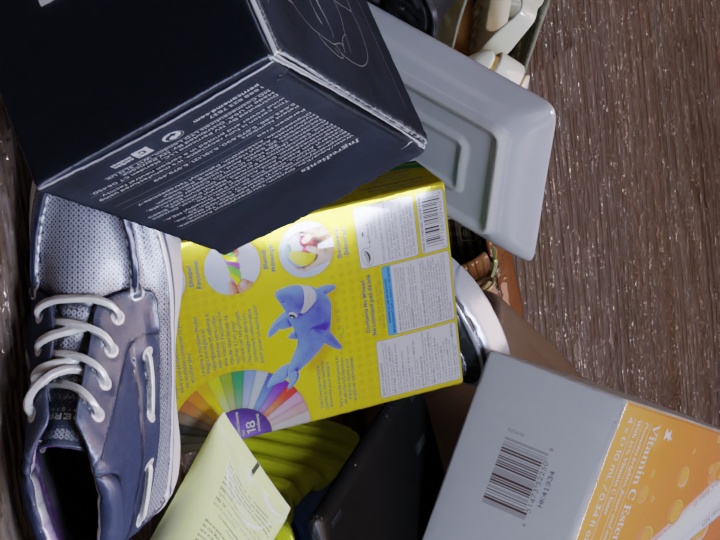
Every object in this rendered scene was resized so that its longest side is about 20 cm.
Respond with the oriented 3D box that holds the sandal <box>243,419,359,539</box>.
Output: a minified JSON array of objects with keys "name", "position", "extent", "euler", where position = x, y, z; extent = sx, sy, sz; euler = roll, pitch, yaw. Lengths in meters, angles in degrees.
[{"name":"sandal","position":[-0.057,0.143,1.273],"extent":[0.200,0.079,0.087],"euler":[-50,152,-59]}]

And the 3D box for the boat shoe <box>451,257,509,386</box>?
[{"name":"boat shoe","position":[0.001,-0.001,1.322],"extent":[0.199,0.074,0.068],"euler":[51,58,-8]}]

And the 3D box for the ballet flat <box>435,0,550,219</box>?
[{"name":"ballet flat","position":[0.069,-0.119,1.300],"extent":[0.067,0.064,0.200],"euler":[34,49,-25]}]

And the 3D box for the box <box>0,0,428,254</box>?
[{"name":"box","position":[-0.085,-0.131,1.019],"extent":[0.200,0.124,0.197],"euler":[67,16,15]}]

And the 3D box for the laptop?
[{"name":"laptop","position":[-0.022,0.188,1.318],"extent":[0.187,0.116,0.200],"euler":[-54,133,-61]}]

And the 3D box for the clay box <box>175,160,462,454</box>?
[{"name":"clay box","position":[-0.051,0.022,1.172],"extent":[0.048,0.200,0.115],"euler":[-135,-144,-63]}]

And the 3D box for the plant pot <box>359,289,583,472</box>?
[{"name":"plant pot","position":[0.085,0.112,1.530],"extent":[0.175,0.200,0.200],"euler":[59,31,-24]}]

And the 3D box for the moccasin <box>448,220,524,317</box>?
[{"name":"moccasin","position":[0.074,-0.005,1.644],"extent":[0.078,0.073,0.202],"euler":[-21,112,-60]}]

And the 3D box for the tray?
[{"name":"tray","position":[0.013,-0.085,1.219],"extent":[0.022,0.200,0.108],"euler":[-37,147,-37]}]

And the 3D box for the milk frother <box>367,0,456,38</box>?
[{"name":"milk frother","position":[0.039,-0.248,1.174],"extent":[0.180,0.200,0.188],"euler":[42,74,-11]}]

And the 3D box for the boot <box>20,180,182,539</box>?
[{"name":"boot","position":[-0.124,0.039,1.068],"extent":[0.090,0.073,0.201],"euler":[-58,143,-67]}]

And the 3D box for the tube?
[{"name":"tube","position":[-0.094,0.169,1.116],"extent":[0.200,0.052,0.058],"euler":[-60,176,-32]}]

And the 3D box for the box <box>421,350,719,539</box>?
[{"name":"box","position":[0.143,0.134,1.358],"extent":[0.200,0.097,0.125],"euler":[19,91,-54]}]
